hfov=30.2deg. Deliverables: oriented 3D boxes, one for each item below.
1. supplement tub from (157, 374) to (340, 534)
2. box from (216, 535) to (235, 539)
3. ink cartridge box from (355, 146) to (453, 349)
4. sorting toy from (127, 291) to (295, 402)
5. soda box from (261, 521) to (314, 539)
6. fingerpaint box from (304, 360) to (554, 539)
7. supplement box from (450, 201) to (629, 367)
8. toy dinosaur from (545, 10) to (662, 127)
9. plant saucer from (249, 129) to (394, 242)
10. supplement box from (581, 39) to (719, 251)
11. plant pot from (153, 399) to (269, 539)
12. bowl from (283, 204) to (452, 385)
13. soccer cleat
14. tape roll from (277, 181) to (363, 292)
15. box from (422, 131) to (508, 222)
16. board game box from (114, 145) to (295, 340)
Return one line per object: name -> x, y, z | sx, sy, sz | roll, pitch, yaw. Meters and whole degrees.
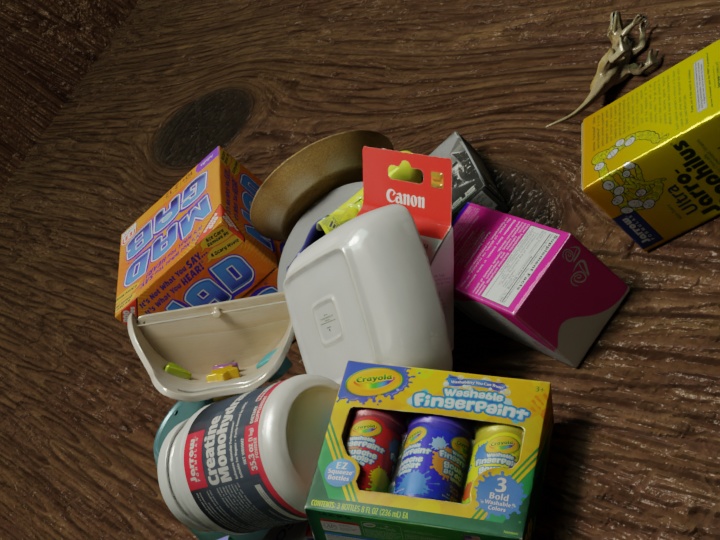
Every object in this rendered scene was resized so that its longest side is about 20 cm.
supplement tub -> -0.099, 0.192, 1.358 | 0.200, 0.140, 0.140 | -21, 39, 42
box -> -0.214, 0.386, 1.532 | 0.200, 0.048, 0.117 | -30, 33, 37
ink cartridge box -> 0.032, -0.023, 1.401 | 0.161, 0.050, 0.200 | 15, 111, 53
sorting toy -> -0.153, 0.100, 1.459 | 0.200, 0.107, 0.180 | -9, 13, -2
soda box -> -0.033, 0.259, 1.398 | 0.200, 0.063, 0.068 | -52, 28, -4
fingerpaint box -> 0.068, 0.177, 1.233 | 0.200, 0.073, 0.167 | 6, 52, 15
supplement box -> 0.163, 0.011, 1.372 | 0.103, 0.101, 0.200 | -53, 28, -5
toy dinosaur -> 0.294, -0.233, 1.548 | 0.101, 0.058, 0.200 | -36, 19, 55
plant saucer -> -0.038, -0.091, 1.640 | 0.200, 0.200, 0.035 | -40, 62, 18
supplement box -> 0.325, -0.126, 1.292 | 0.200, 0.109, 0.110 | -30, 33, 34
plant pot -> -0.162, 0.214, 1.570 | 0.200, 0.135, 0.200 | -36, 30, 25
bowl -> -0.004, 0.047, 1.367 | 0.200, 0.075, 0.200 | -28, 75, 52
soccer cleat -> -0.005, -0.053, 1.492 | 0.200, 0.084, 0.065 | -52, 50, 7
tape roll -> 0.000, 0.000, 1.564 | 0.200, 0.066, 0.201 | -15, 62, 31
box -> 0.077, -0.060, 1.643 | 0.200, 0.048, 0.158 | -42, 29, 15
board game box -> -0.185, 0.001, 1.794 | 0.200, 0.200, 0.200 | -40, 29, 18
